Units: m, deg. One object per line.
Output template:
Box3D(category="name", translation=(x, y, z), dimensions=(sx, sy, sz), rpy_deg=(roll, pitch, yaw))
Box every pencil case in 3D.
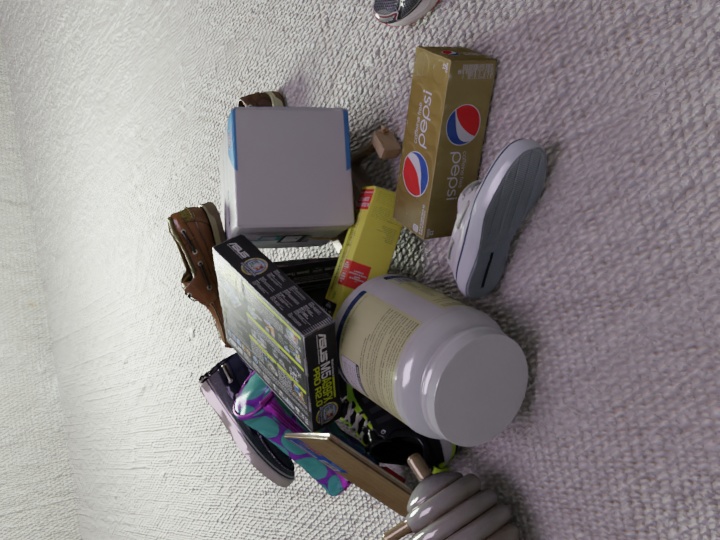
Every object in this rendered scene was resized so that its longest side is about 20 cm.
Box3D(category="pencil case", translation=(-0.077, 0.213, 1.275), dimensions=(0.200, 0.085, 0.092), rpy_deg=(45, 175, -26))

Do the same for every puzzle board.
Box3D(category="puzzle board", translation=(0.013, 0.251, 1.172), dimensions=(0.017, 0.200, 0.151), rpy_deg=(-58, 16, -20))

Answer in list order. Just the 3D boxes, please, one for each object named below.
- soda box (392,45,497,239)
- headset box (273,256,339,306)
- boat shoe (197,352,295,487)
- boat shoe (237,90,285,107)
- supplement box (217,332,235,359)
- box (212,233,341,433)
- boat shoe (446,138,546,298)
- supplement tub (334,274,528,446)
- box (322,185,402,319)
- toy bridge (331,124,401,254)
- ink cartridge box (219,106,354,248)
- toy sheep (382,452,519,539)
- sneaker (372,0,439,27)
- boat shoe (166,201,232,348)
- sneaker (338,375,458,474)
Box3D(category="soda box", translation=(0.090, -0.140, 1.048), dimensions=(0.068, 0.064, 0.201), rpy_deg=(39, 128, 50))
Box3D(category="headset box", translation=(-0.103, 0.026, 1.326), dimensions=(0.200, 0.148, 0.078), rpy_deg=(-3, 95, 60))
Box3D(category="boat shoe", translation=(-0.136, 0.197, 1.330), dimensions=(0.093, 0.075, 0.200), rpy_deg=(-43, 75, 9))
Box3D(category="boat shoe", translation=(-0.149, -0.164, 1.433), dimensions=(0.075, 0.075, 0.203), rpy_deg=(-6, 91, 59))
Box3D(category="supplement box", translation=(-0.136, 0.145, 1.446), dimensions=(0.086, 0.110, 0.201), rpy_deg=(-34, 68, 57))
Box3D(category="box", translation=(-0.099, 0.073, 1.138), dimensions=(0.200, 0.044, 0.161), rpy_deg=(39, 144, 39))
Box3D(category="boat shoe", translation=(0.127, -0.061, 0.992), dimensions=(0.067, 0.073, 0.200), rpy_deg=(53, 139, 36))
Box3D(category="supplement tub", translation=(0.072, 0.096, 1.051), dimensions=(0.200, 0.145, 0.146), rpy_deg=(27, 119, 55))
Box3D(category="box", translation=(0.000, 0.000, 1.159), dimensions=(0.075, 0.050, 0.201), rpy_deg=(-159, 88, -76))
Box3D(category="toy bridge", translation=(0.000, -0.111, 1.241), dimensions=(0.067, 0.027, 0.200), rpy_deg=(62, 145, 32))
Box3D(category="ink cartridge box", translation=(-0.101, -0.113, 1.234), dimensions=(0.200, 0.145, 0.147), rpy_deg=(156, 111, -76))
Box3D(category="toy sheep", translation=(0.105, 0.292, 1.051), dimensions=(0.200, 0.138, 0.138), rpy_deg=(56, 143, 11))
Box3D(category="sneaker", translation=(0.059, -0.345, 1.043), dimensions=(0.200, 0.074, 0.081), rpy_deg=(-49, 55, 53))
Box3D(category="boat shoe", translation=(-0.205, 0.013, 1.261), dimensions=(0.072, 0.068, 0.201), rpy_deg=(9, 115, 64))
Box3D(category="sneaker", translation=(0.023, 0.181, 1.141), dimensions=(0.199, 0.083, 0.072), rpy_deg=(22, 122, 22))
